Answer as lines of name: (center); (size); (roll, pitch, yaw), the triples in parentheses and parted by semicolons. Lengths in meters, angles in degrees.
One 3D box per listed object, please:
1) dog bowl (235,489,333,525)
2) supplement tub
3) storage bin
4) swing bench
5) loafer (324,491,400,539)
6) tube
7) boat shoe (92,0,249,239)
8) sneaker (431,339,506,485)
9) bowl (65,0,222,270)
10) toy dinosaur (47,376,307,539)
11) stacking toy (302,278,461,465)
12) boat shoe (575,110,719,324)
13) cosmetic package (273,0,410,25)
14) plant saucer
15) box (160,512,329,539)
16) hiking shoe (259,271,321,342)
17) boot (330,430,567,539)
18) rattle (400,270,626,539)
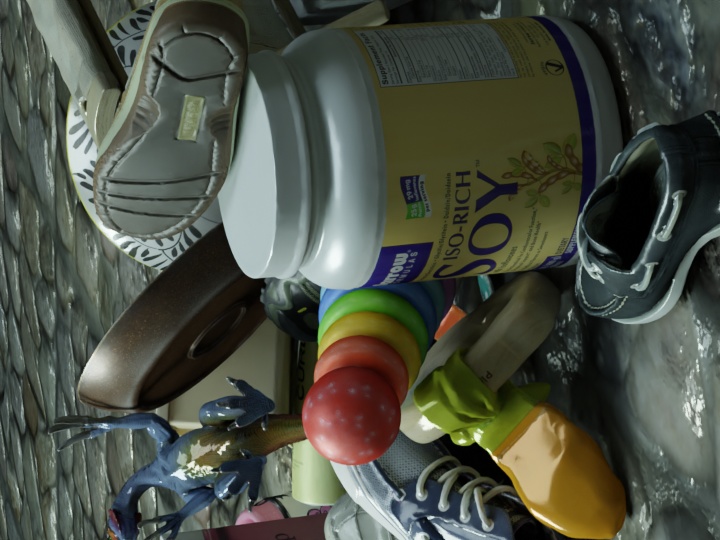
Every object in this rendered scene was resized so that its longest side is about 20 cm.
dog bowl: (-0.049, 0.272, 1.722); (0.200, 0.074, 0.200); (174, 90, -71)
supplement tub: (0.030, -0.066, 1.179); (0.145, 0.200, 0.145); (174, 90, -72)
storage bin: (-0.095, 0.033, 1.633); (0.199, 0.094, 0.200); (82, -169, -83)
swing bench: (-0.115, -0.168, 1.360); (0.130, 0.200, 0.199); (99, 149, -53)
loafer: (0.053, 0.221, 1.343); (0.070, 0.070, 0.200); (-27, 101, 40)
tube: (-0.030, 0.081, 1.646); (0.058, 0.052, 0.200); (13, 106, 48)
boat shoe: (-0.099, -0.096, 1.155); (0.200, 0.072, 0.076); (121, 154, -50)
sneaker: (0.030, 0.122, 1.435); (0.200, 0.084, 0.121); (-119, 39, -48)
bowl: (-0.094, -0.095, 1.467); (0.094, 0.201, 0.201); (4, 100, 61)
toy dinosaur: (-0.103, 0.141, 1.419); (0.181, 0.200, 0.105); (141, 123, -65)
stacking toy: (0.006, 0.039, 1.210); (0.200, 0.085, 0.085); (-73, -11, -60)
boat shoe: (0.142, -0.026, 1.078); (0.200, 0.060, 0.076); (118, 142, -59)
cosmetic package: (-0.005, -0.227, 1.437); (0.200, 0.074, 0.102); (172, 91, -70)
plant saucer: (-0.106, 0.031, 1.432); (0.034, 0.200, 0.200); (46, 150, 12)
box: (-0.032, 0.247, 1.460); (0.128, 0.200, 0.109); (-122, 33, -53)
hiking shoe: (0.000, 0.000, 1.373); (0.101, 0.076, 0.200); (36, 146, 11)
boot: (0.062, 0.140, 1.276); (0.200, 0.073, 0.090); (52, 142, 1)
rattle: (0.100, 0.072, 1.286); (0.130, 0.143, 0.200); (-63, 3, -2)
